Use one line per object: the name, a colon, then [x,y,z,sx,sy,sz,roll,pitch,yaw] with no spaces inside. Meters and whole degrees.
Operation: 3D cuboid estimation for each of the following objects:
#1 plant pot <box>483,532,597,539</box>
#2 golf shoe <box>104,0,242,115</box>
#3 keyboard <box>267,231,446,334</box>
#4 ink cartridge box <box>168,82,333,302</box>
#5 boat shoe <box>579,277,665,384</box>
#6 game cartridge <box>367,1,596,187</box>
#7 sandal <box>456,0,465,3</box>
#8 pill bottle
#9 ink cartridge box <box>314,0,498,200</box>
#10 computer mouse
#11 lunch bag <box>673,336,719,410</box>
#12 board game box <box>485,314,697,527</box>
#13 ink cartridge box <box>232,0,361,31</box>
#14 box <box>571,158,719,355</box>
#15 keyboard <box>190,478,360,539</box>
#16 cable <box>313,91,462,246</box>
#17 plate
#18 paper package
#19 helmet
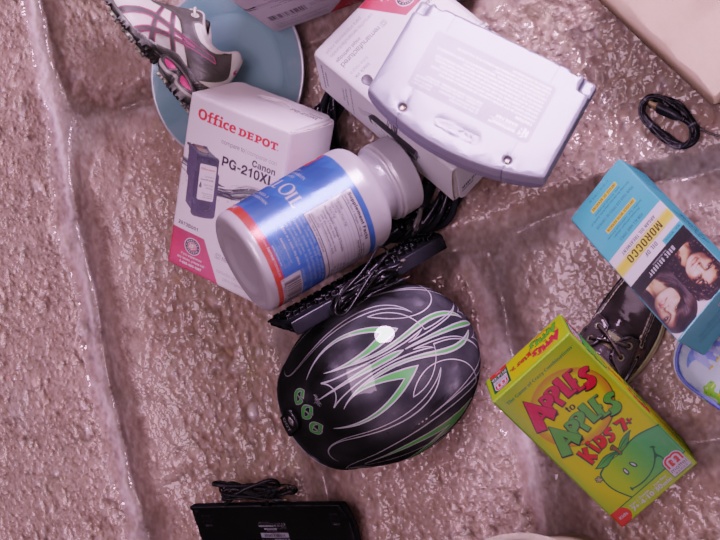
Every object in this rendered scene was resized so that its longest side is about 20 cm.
plant pot: [0.190,0.342,1.481,0.198,0.183,0.204,1,93,23]
golf shoe: [-0.215,-0.268,1.680,0.088,0.077,0.200,-40,78,-1]
keyboard: [0.000,0.000,1.517,0.104,0.199,0.040,9,126,61]
ink cartridge box: [-0.120,-0.085,1.622,0.144,0.084,0.202,23,115,29]
boat shoe: [0.250,0.087,1.509,0.073,0.065,0.202,28,102,21]
game cartridge: [0.114,-0.167,1.465,0.198,0.041,0.134,28,73,13]
sandal: [0.067,-0.374,1.576,0.079,0.057,0.203,-21,83,23]
pill bottle: [-0.038,-0.054,1.516,0.199,0.112,0.113,-31,77,-20]
ink cartridge box: [0.073,-0.195,1.540,0.200,0.084,0.144,41,80,16]
computer mouse: [0.364,-0.131,1.469,0.198,0.034,0.059,20,101,22]
lunch bag: [0.403,0.051,1.433,0.160,0.082,0.202,33,104,18]
board game box: [0.228,0.150,1.472,0.101,0.048,0.200,-42,109,12]
ink cartridge box: [-0.061,-0.325,1.544,0.145,0.200,0.084,-17,85,10]
box: [0.290,-0.016,1.448,0.083,0.049,0.201,-52,43,17]
keyboard: [-0.093,0.276,1.682,0.197,0.040,0.105,-4,115,23]
cable: [0.028,-0.131,1.606,0.162,0.051,0.202,-22,83,22]
plate: [-0.148,-0.224,1.694,0.198,0.026,0.203,0,91,23]
paper package: [0.341,-0.289,1.437,0.200,0.103,0.191,46,108,14]
helmet: [0.026,0.105,1.552,0.190,0.199,0.202,-36,78,38]
